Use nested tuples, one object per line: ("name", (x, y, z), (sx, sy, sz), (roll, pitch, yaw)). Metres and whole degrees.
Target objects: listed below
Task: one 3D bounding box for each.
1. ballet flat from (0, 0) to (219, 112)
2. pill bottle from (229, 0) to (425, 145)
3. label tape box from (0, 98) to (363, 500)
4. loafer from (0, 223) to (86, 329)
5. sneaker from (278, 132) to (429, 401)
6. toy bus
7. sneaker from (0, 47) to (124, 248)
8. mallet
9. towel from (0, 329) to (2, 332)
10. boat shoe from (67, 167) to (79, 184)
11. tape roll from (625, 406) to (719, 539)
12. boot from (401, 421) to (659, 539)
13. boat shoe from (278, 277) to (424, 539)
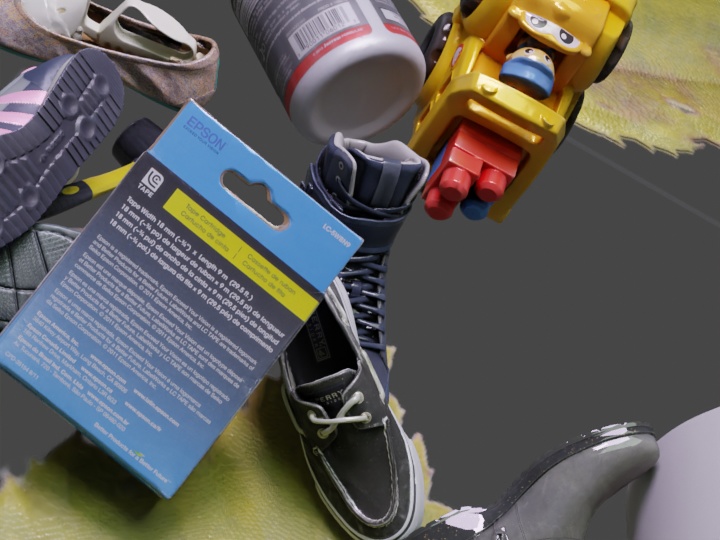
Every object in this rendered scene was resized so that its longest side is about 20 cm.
("ballet flat", (-0.196, -0.183, 1.457), (0.198, 0.067, 0.068), (18, 41, -16))
("pill bottle", (-0.037, -0.207, 1.543), (0.115, 0.116, 0.201), (-3, 51, -34))
("label tape box", (-0.114, 0.019, 1.209), (0.144, 0.063, 0.201), (39, 82, -3))
("loafer", (-0.176, 0.004, 1.274), (0.198, 0.063, 0.073), (-8, 83, -17))
("sneaker", (-0.002, -0.001, 1.337), (0.076, 0.147, 0.204), (8, 47, -27))
("toy bus", (0.109, -0.131, 1.503), (0.135, 0.200, 0.193), (28, 48, -7))
("sneaker", (-0.234, -0.069, 1.256), (0.200, 0.081, 0.071), (-49, 120, -43))
("mallet", (-0.192, -0.063, 1.341), (0.066, 0.041, 0.199), (48, 34, 19))
("towel", (-0.176, 0.026, 1.298), (0.198, 0.018, 0.087), (12, 43, -21))
("boat shoe", (-0.278, -0.095, 1.319), (0.198, 0.065, 0.074), (3, 46, -31))
("tape roll", (0.274, 0.200, 1.261), (0.201, 0.203, 0.140), (20, 41, -13))
("boot", (0.128, 0.194, 1.237), (0.199, 0.068, 0.131), (-30, 63, -5))
("boat shoe", (-0.018, 0.086, 1.260), (0.064, 0.070, 0.202), (40, 26, -75))
